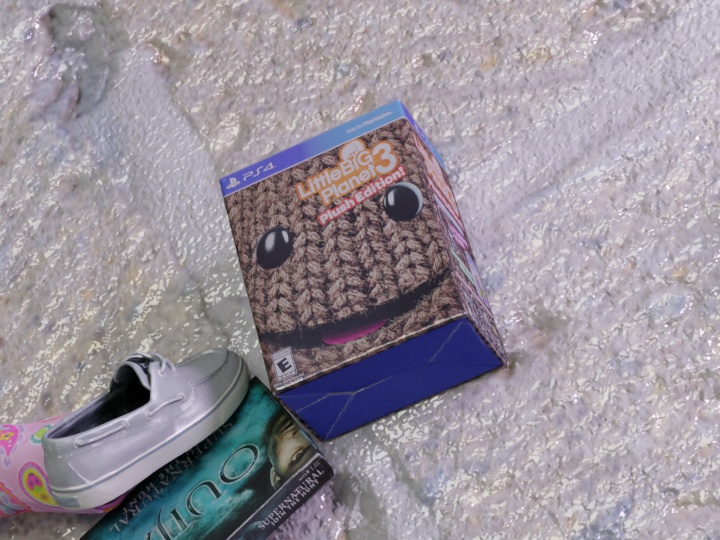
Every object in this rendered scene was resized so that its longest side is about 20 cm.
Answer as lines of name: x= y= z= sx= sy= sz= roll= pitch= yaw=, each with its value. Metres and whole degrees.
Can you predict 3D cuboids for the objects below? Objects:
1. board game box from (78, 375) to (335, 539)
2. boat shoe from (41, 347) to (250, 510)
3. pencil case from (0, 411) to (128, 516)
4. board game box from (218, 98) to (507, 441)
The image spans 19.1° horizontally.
board game box: x=-0.121 y=0.181 z=1.597 sx=0.200 sy=0.028 sz=0.135 roll=-44 pitch=33 yaw=-2
boat shoe: x=-0.158 y=0.100 z=1.593 sx=0.070 sy=0.072 sz=0.201 roll=6 pitch=31 yaw=40
pencil case: x=-0.274 y=0.152 z=1.664 sx=0.199 sy=0.087 sz=0.088 roll=-6 pitch=62 yaw=30
board game box: x=0.000 y=0.000 z=1.624 sx=0.159 sy=0.097 sz=0.201 roll=-24 pitch=57 yaw=11
